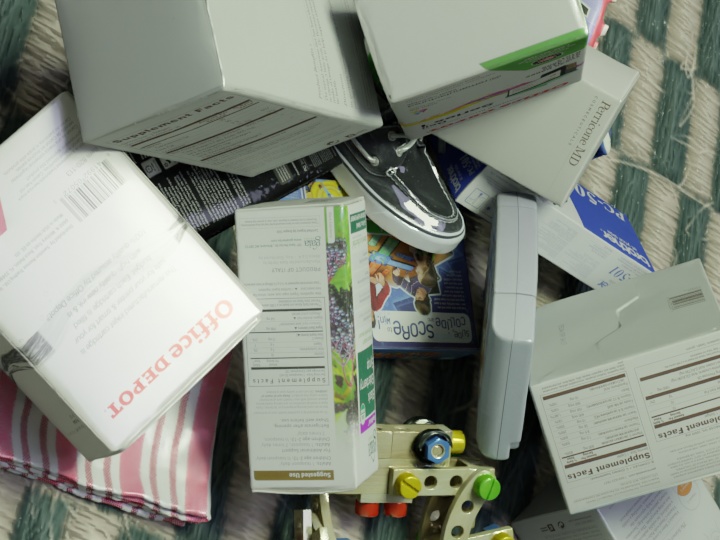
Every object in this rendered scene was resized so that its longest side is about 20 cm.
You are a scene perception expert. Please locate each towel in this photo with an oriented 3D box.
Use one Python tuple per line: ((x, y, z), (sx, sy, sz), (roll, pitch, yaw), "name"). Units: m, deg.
((-0.178, 0.084, 1.495), (0.200, 0.030, 0.146), (23, 62, -34), "towel")

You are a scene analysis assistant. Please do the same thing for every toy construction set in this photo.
((0.023, 0.179, 1.609), (0.200, 0.092, 0.131), (-2, 103, -34), "toy construction set")

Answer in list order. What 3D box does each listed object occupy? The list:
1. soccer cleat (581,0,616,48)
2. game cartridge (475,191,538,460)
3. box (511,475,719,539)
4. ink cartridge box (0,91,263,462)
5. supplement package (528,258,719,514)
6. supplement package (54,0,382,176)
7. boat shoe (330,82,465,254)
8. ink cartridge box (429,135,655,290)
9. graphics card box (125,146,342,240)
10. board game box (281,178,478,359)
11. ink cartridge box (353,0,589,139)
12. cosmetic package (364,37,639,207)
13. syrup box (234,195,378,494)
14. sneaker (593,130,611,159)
((0.189, -0.278, 1.917), (0.076, 0.067, 0.200), (11, 73, -5), "soccer cleat")
((0.113, 0.032, 1.656), (0.200, 0.041, 0.133), (-83, 174, -56), "game cartridge")
((0.235, 0.244, 1.759), (0.124, 0.097, 0.200), (-40, 103, -41), "box")
((-0.187, 0.008, 1.427), (0.147, 0.083, 0.200), (-44, 96, -22), "ink cartridge box")
((0.217, 0.087, 1.684), (0.200, 0.156, 0.111), (-81, 153, -74), "supplement package")
((-0.093, -0.143, 1.447), (0.200, 0.117, 0.117), (9, 66, -59), "supplement package")
((0.015, -0.101, 1.658), (0.200, 0.068, 0.072), (49, 39, 4), "boat shoe")
((0.151, -0.052, 1.787), (0.200, 0.044, 0.094), (31, 23, -30), "ink cartridge box")
((-0.123, -0.085, 1.557), (0.200, 0.051, 0.126), (-32, 92, -32), "graphics card box")
((0.000, 0.000, 1.672), (0.200, 0.034, 0.135), (4, 74, -40), "board game box")
((0.082, -0.164, 1.537), (0.200, 0.145, 0.084), (38, 33, -84), "ink cartridge box")
((0.104, -0.151, 1.695), (0.200, 0.108, 0.085), (29, 26, 6), "cosmetic package")
((-0.036, 0.051, 1.511), (0.079, 0.081, 0.200), (-22, 109, -76), "syrup box")
((0.144, -0.138, 1.812), (0.200, 0.075, 0.088), (3, 72, -40), "sneaker")
